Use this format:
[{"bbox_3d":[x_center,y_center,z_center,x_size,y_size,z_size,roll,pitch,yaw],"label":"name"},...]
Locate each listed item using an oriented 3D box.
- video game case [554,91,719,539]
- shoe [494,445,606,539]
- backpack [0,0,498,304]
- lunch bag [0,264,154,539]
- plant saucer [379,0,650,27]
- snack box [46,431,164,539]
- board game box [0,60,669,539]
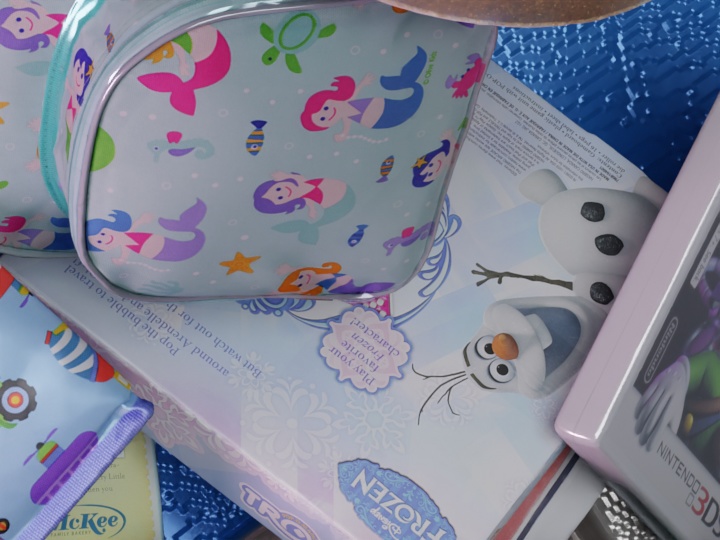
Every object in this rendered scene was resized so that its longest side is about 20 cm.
[{"bbox_3d":[0.156,0.009,1.068,0.023,0.182,0.200,20,76,32],"label":"video game case"},{"bbox_3d":[0.017,0.109,1.046,0.091,0.071,0.200,37,61,2],"label":"shoe"},{"bbox_3d":[-0.056,-0.080,0.920,0.200,0.178,0.151,3,44,-16],"label":"backpack"},{"bbox_3d":[-0.195,0.071,0.923,0.151,0.094,0.200,43,76,-13],"label":"lunch bag"},{"bbox_3d":[0.023,-0.156,0.875,0.200,0.035,0.200,12,45,-12],"label":"plant saucer"},{"bbox_3d":[-0.171,0.057,1.000,0.200,0.037,0.116,-1,79,-30],"label":"snack box"},{"bbox_3d":[0.000,0.000,1.029,0.200,0.043,0.199,38,59,6],"label":"board game box"}]
